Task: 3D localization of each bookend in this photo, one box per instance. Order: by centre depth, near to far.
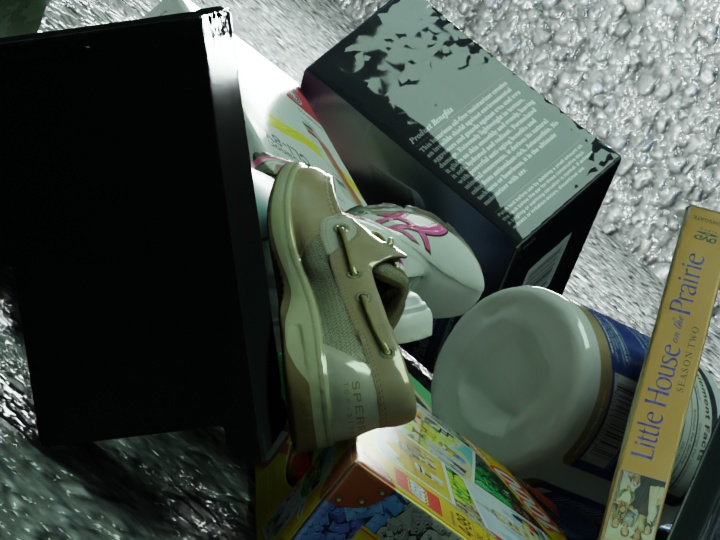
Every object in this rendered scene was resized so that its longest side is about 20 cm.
[{"bbox_3d":[-0.147,-0.007,1.228,0.092,0.199,0.200,-55,137,-81],"label":"bookend"}]

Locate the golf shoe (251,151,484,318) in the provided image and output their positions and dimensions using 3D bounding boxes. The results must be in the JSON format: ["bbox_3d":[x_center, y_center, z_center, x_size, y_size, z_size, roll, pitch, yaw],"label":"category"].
[{"bbox_3d":[0.000,0.000,1.620,0.200,0.073,0.092,18,26,-38],"label":"golf shoe"}]

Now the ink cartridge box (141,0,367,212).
[{"bbox_3d":[-0.072,-0.063,1.739,0.145,0.083,0.200,36,19,-47],"label":"ink cartridge box"}]

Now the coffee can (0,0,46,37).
[{"bbox_3d":[-0.279,-0.157,1.364,0.200,0.146,0.146,40,9,13],"label":"coffee can"}]

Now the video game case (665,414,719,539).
[{"bbox_3d":[0.181,0.136,1.443,0.019,0.143,0.200,22,-27,11],"label":"video game case"}]

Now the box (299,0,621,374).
[{"bbox_3d":[0.051,-0.053,1.911,0.198,0.123,0.200,41,-33,16],"label":"box"}]

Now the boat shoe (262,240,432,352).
[{"bbox_3d":[-0.050,0.002,1.419,0.200,0.069,0.072,7,12,40],"label":"boat shoe"}]

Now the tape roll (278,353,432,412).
[{"bbox_3d":[-0.025,0.066,1.549,0.200,0.048,0.200,36,9,-7],"label":"tape roll"}]

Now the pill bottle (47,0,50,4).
[{"bbox_3d":[-0.291,-0.218,1.679,0.200,0.114,0.114,15,22,-42],"label":"pill bottle"}]

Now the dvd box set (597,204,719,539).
[{"bbox_3d":[0.149,0.086,1.395,0.029,0.200,0.146,15,-31,7],"label":"dvd box set"}]

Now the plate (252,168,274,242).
[{"bbox_3d":[-0.133,-0.044,1.403,0.200,0.026,0.200,3,18,-1],"label":"plate"}]

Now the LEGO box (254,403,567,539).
[{"bbox_3d":[0.028,0.132,1.326,0.149,0.077,0.200,36,9,-11],"label":"LEGO box"}]

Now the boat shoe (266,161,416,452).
[{"bbox_3d":[-0.008,0.013,1.301,0.200,0.065,0.072,-97,180,-57],"label":"boat shoe"}]

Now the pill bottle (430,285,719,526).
[{"bbox_3d":[0.141,0.087,1.561,0.200,0.111,0.111,24,16,-47],"label":"pill bottle"}]

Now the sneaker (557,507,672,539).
[{"bbox_3d":[0.172,0.178,1.678,0.200,0.075,0.078,41,7,12],"label":"sneaker"}]
